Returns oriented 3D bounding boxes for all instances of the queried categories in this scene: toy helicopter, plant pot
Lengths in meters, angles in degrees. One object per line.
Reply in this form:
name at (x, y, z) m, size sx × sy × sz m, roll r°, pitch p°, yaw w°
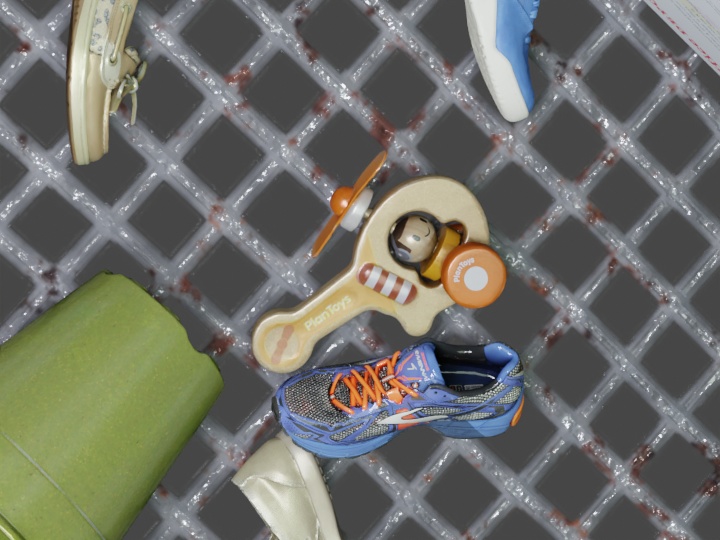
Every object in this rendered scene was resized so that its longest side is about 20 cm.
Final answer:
toy helicopter at (0.000, 0.000, 1.550) m, size 0.199 × 0.079 × 0.133 m, roll -35°, pitch 107°, yaw 2°
plant pot at (-0.200, 0.105, 1.475) m, size 0.200 × 0.200 × 0.190 m, roll 47°, pitch 74°, yaw -15°

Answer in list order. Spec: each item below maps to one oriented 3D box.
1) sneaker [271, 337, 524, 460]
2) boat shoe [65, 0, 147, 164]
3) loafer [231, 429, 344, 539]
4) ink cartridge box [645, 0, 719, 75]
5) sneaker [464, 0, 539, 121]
sneaker at (0.030, 0.083, 1.555) m, size 0.198 × 0.079 × 0.076 m, roll -8°, pitch 57°, yaw -18°
boat shoe at (-0.171, -0.172, 1.484) m, size 0.062 × 0.073 × 0.202 m, roll 6°, pitch 96°, yaw -11°
loafer at (-0.041, 0.218, 1.575) m, size 0.068 × 0.076 × 0.201 m, roll -21°, pitch 93°, yaw -8°
ink cartridge box at (0.309, -0.220, 1.523) m, size 0.145 × 0.200 × 0.145 m, roll 42°, pitch 85°, yaw -16°
sneaker at (0.127, -0.216, 1.543) m, size 0.110 × 0.077 × 0.202 m, roll -15°, pitch 95°, yaw -1°
